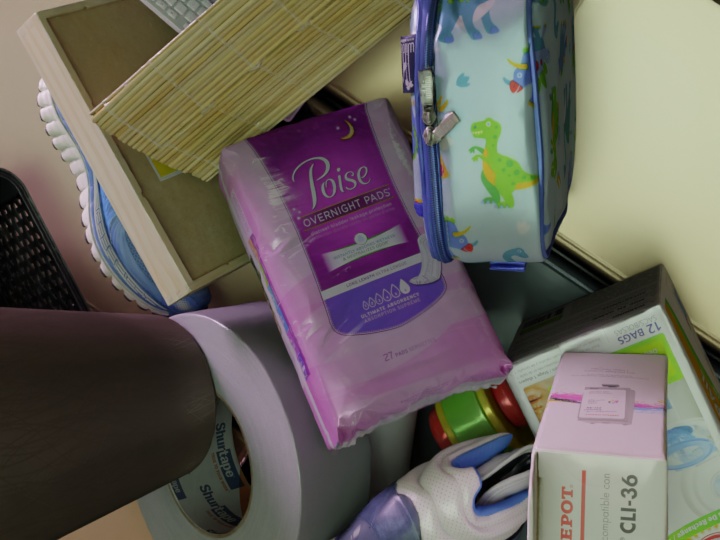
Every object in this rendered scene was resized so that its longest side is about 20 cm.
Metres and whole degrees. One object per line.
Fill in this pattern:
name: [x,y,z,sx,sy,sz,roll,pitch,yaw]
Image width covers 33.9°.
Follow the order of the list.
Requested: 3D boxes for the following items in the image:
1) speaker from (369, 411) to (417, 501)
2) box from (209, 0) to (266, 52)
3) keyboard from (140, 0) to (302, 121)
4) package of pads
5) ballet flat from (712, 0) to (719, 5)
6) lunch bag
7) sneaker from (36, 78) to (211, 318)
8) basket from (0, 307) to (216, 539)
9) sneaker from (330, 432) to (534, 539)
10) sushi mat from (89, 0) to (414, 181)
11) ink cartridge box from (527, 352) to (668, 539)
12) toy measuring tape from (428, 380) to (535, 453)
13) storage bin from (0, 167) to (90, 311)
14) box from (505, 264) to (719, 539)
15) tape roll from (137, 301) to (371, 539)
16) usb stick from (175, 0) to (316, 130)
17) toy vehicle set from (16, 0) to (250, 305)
speaker: [-0.003,0.129,0.839,0.081,0.081,0.201,10,106,12]
box: [-0.052,-0.276,0.726,0.197,0.124,0.200,45,111,1]
keyboard: [-0.109,-0.181,0.780,0.200,0.011,0.056,40,67,-11]
package of pads: [0.000,0.000,0.738,0.120,0.076,0.201,-20,76,-13]
ballet flat: [0.198,-0.221,0.701,0.068,0.072,0.200,-41,91,20]
lunch bag: [0.083,-0.089,0.697,0.082,0.200,0.162,-1,104,16]
sneaker: [-0.150,-0.061,0.831,0.089,0.079,0.201,-20,98,21]
basket: [-0.201,0.097,0.741,0.136,0.200,0.181,0,95,43]
sneaker: [0.080,0.167,0.768,0.146,0.200,0.081,-41,57,24]
sushi mat: [-0.061,-0.126,0.699,0.200,0.096,0.012,-35,50,26]
ink cartridge box: [0.130,0.129,0.631,0.067,0.200,0.117,1,105,15]
toy measuring tape: [0.104,0.132,0.818,0.073,0.074,0.200,-32,94,20]
storage bin: [-0.279,0.044,0.848,0.094,0.135,0.201,-20,99,40]
box: [0.189,0.116,0.774,0.112,0.101,0.201,-24,97,20]
tape roll: [-0.083,0.124,0.817,0.200,0.066,0.201,11,105,45]
usb stick: [-0.073,-0.127,0.809,0.200,0.055,0.033,57,146,-4]
toy vehicle set: [-0.126,-0.090,0.785,0.026,0.124,0.201,-28,91,42]
